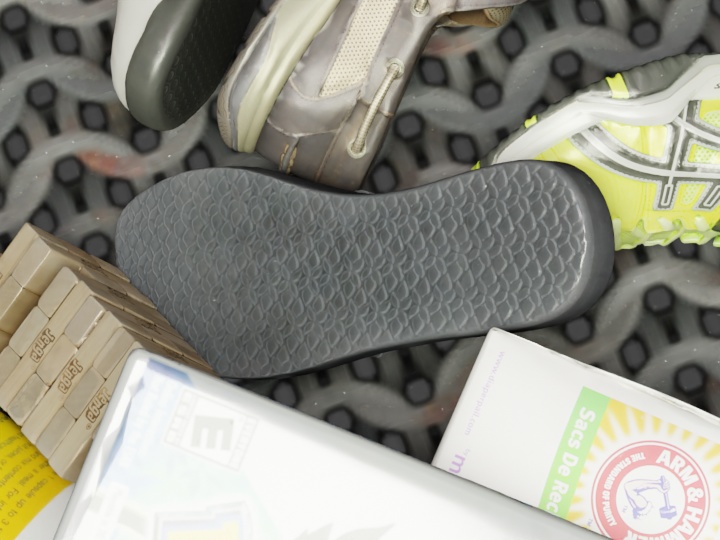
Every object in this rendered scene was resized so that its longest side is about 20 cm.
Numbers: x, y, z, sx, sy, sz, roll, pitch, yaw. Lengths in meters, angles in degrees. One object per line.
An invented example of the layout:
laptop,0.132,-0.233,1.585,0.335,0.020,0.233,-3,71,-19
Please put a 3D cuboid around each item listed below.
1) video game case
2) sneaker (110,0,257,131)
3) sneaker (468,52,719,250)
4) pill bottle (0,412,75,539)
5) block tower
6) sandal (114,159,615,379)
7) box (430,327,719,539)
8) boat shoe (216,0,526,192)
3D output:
video game case,-0.023,0.149,0.857,0.182,0.022,0.200,22,87,-3
sneaker,-0.082,-0.146,1.016,0.108,0.067,0.202,15,64,9
sneaker,0.127,-0.036,0.991,0.200,0.075,0.077,-20,80,4
pill bottle,-0.152,0.094,0.984,0.200,0.104,0.104,34,86,10
block tower,-0.071,0.057,0.953,0.054,0.058,0.200,-54,49,7
sandal,0.000,0.001,0.990,0.200,0.043,0.076,0,90,31
box,0.054,0.133,0.954,0.101,0.112,0.200,23,83,9
boat shoe,0.027,-0.115,1.021,0.073,0.074,0.200,35,95,0
